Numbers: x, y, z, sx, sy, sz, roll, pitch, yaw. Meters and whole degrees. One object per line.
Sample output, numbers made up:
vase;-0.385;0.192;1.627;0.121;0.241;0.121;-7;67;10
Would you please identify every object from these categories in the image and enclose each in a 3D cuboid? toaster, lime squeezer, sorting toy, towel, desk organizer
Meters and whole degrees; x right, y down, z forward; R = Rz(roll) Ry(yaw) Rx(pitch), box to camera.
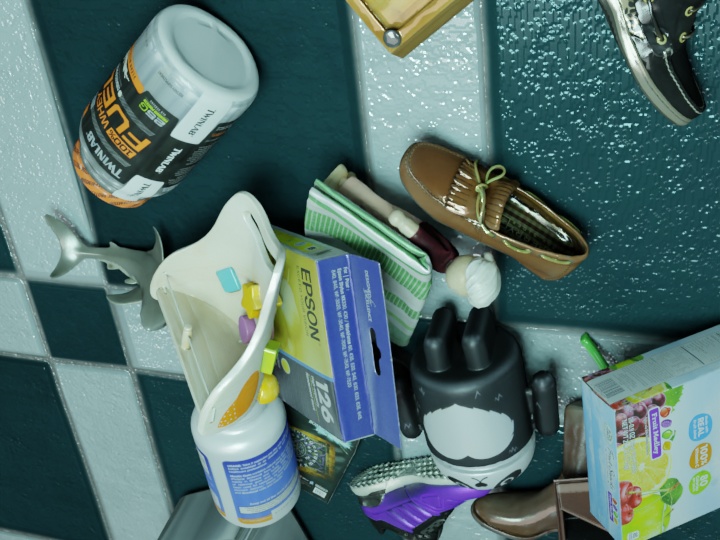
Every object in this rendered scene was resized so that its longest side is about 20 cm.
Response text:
toaster;-0.164;0.382;1.324;0.179;0.119;0.202;-14;115;28
lime squeezer;0.299;0.151;1.015;0.199;0.071;0.038;38;110;-6
sorting toy;-0.121;0.026;0.974;0.106;0.201;0.181;0;131;-30
towel;0.000;0.000;1.006;0.152;0.023;0.201;34;154;9
desk organizer;0.257;0.319;1.077;0.071;0.078;0.202;-6;131;9

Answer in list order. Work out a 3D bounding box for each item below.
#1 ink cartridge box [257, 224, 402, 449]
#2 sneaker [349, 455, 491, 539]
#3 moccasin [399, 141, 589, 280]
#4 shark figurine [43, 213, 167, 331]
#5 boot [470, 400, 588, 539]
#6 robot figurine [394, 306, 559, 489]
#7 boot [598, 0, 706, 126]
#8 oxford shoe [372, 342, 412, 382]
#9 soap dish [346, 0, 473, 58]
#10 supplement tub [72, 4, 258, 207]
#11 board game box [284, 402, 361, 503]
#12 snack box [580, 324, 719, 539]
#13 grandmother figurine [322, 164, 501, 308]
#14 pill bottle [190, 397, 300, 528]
ink cartridge box;-0.041;0.067;0.994;0.199;0.047;0.200;23;126;55
sneaker;0.085;0.280;1.175;0.198;0.069;0.101;-15;98;39
moccasin;0.127;-0.060;0.935;0.200;0.074;0.078;37;159;-3
shark figurine;-0.262;-0.015;1.138;0.213;0.127;0.091;29;123;31
boot;0.221;0.215;1.093;0.183;0.065;0.202;3;127;4
robot figurine;0.120;0.139;1.045;0.150;0.124;0.202;25;137;51
boot;0.275;-0.228;0.783;0.149;0.073;0.201;-22;106;32
oxford shoe;-0.040;0.126;1.129;0.197;0.085;0.073;-1;124;25
soap dish;0.052;-0.291;0.823;0.199;0.081;0.158;-34;105;34
supplement tub;-0.202;-0.158;0.985;0.122;0.123;0.200;43;126;-9
board game box;-0.102;0.199;1.235;0.198;0.028;0.136;28;127;3
snack box;0.318;0.153;0.947;0.198;0.068;0.171;-20;119;-13
grandmother figurine;0.054;-0.030;0.975;0.199;0.121;0.061;35;102;17
pill bottle;-0.136;0.198;1.143;0.111;0.113;0.202;8;133;17
